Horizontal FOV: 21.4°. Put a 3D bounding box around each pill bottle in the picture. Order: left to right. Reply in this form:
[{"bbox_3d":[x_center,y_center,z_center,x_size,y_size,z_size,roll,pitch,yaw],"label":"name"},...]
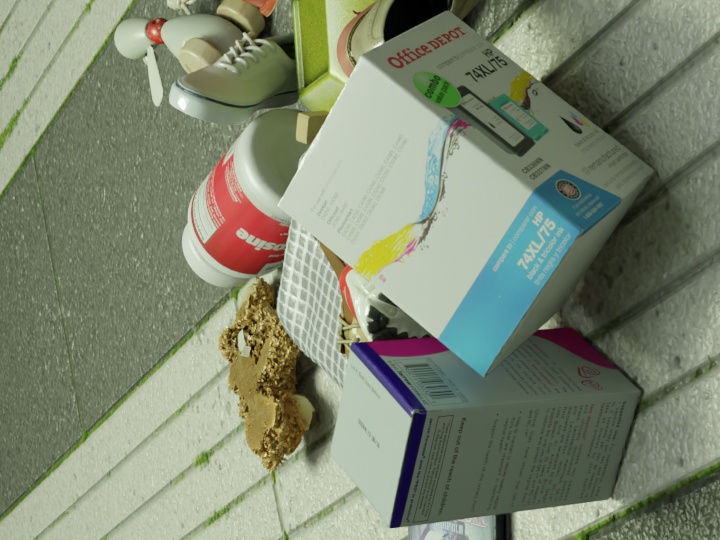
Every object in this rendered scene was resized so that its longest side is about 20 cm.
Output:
[{"bbox_3d":[-0.098,-0.062,1.828,0.200,0.111,0.113,-44,55,54],"label":"pill bottle"}]

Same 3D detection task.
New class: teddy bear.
[{"bbox_3d":[-0.088,0.101,1.889,0.200,0.066,0.146,54,128,54],"label":"teddy bear"}]

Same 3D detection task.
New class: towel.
[{"bbox_3d":[0.000,0.000,1.685,0.166,0.085,0.202,41,127,51],"label":"towel"}]

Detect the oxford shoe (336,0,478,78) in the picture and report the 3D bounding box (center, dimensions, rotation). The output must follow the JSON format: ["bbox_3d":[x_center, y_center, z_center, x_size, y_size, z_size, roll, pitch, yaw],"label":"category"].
[{"bbox_3d":[0.066,-0.220,1.472,0.200,0.070,0.075,-53,16,-21],"label":"oxford shoe"}]

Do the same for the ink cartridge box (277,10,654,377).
[{"bbox_3d":[0.075,-0.060,1.381,0.200,0.147,0.147,39,124,11],"label":"ink cartridge box"}]

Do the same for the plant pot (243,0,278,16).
[{"bbox_3d":[-0.155,-0.357,1.758,0.201,0.194,0.203,-167,90,-79],"label":"plant pot"}]

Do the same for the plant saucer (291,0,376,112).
[{"bbox_3d":[-0.024,-0.232,1.694,0.200,0.047,0.202,167,99,-76],"label":"plant saucer"}]

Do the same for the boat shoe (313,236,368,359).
[{"bbox_3d":[0.019,0.052,1.568,0.201,0.074,0.076,55,173,-19],"label":"boat shoe"}]

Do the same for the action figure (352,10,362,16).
[{"bbox_3d":[0.045,-0.252,1.545,0.099,0.065,0.202,-35,-42,-74],"label":"action figure"}]

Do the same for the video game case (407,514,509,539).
[{"bbox_3d":[0.083,0.245,1.626,0.143,0.019,0.202,3,96,61],"label":"video game case"}]

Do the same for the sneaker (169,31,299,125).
[{"bbox_3d":[-0.111,-0.186,1.774,0.073,0.200,0.071,26,114,18],"label":"sneaker"}]

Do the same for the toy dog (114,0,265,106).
[{"bbox_3d":[-0.165,-0.222,1.961,0.097,0.132,0.200,57,170,-30],"label":"toy dog"}]

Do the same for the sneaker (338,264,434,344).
[{"bbox_3d":[0.063,0.038,1.473,0.077,0.199,0.085,-52,40,8],"label":"sneaker"}]

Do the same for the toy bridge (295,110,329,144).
[{"bbox_3d":[0.027,-0.106,1.640,0.199,0.067,0.027,24,114,46],"label":"toy bridge"}]

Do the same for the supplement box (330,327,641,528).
[{"bbox_3d":[0.092,0.112,1.412,0.101,0.198,0.104,46,132,50],"label":"supplement box"}]
